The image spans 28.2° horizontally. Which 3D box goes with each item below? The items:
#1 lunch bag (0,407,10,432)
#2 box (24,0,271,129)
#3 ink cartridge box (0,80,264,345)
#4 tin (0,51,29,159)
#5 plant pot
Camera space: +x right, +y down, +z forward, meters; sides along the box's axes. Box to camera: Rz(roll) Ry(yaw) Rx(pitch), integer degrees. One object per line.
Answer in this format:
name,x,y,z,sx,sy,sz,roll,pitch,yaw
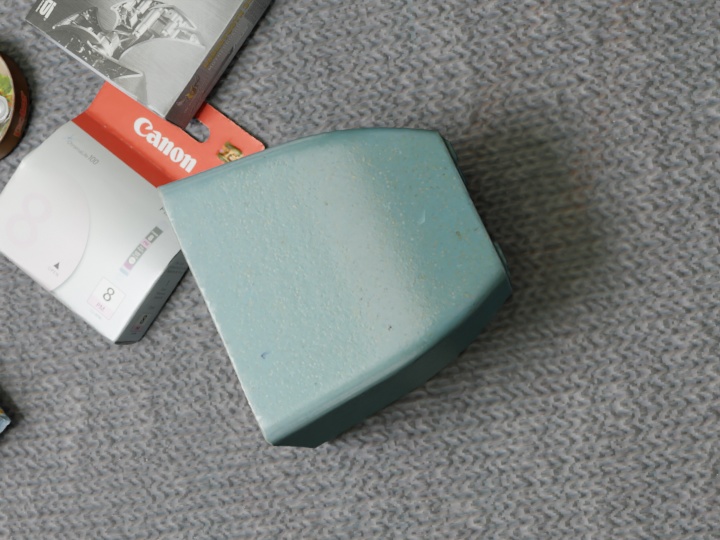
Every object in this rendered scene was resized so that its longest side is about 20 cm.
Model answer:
lunch bag,-0.427,0.137,1.204,0.200,0.127,0.170,-46,73,17
box,-0.156,-0.241,1.174,0.158,0.048,0.200,36,93,16
ink cartridge box,-0.200,-0.065,1.186,0.162,0.057,0.200,37,102,16
tin,-0.382,-0.152,1.252,0.200,0.042,0.112,11,94,17
plant pot,0.000,0.000,1.053,0.200,0.196,0.197,-25,80,4
